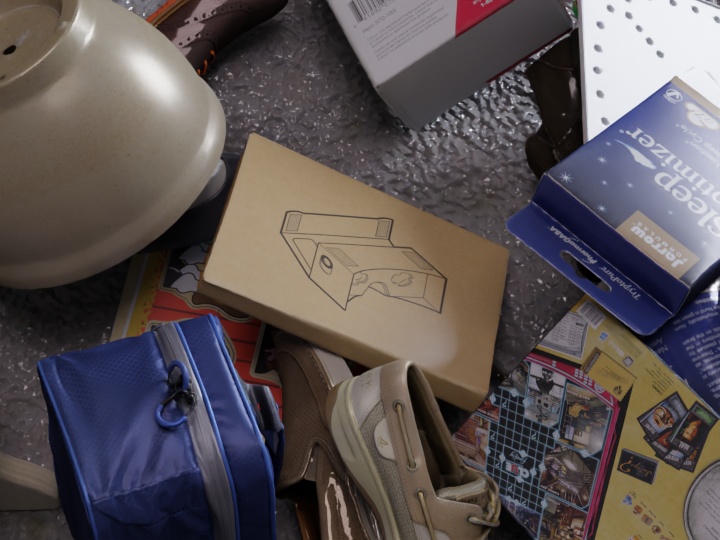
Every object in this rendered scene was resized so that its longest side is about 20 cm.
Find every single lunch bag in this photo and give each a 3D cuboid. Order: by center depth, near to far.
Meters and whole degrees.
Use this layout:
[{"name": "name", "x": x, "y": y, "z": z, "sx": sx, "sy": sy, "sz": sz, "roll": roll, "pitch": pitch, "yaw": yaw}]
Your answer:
[{"name": "lunch bag", "x": -0.113, "y": 0.120, "z": 1.334, "sx": 0.132, "sy": 0.200, "sz": 0.136, "roll": -15, "pitch": 57, "yaw": -13}]

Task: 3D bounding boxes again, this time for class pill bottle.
[{"name": "pill bottle", "x": 0.227, "y": 0.091, "z": 1.412, "sx": 0.110, "sy": 0.111, "sz": 0.201, "roll": -20, "pitch": 60, "yaw": -13}]

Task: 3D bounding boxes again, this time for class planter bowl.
[{"name": "planter bowl", "x": -0.206, "y": -0.107, "z": 1.430, "sx": 0.199, "sy": 0.135, "sz": 0.201, "roll": -18, "pitch": 40, "yaw": 16}]

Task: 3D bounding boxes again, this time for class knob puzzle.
[{"name": "knob puzzle", "x": -0.067, "y": 0.035, "z": 1.489, "sx": 0.218, "sy": 0.031, "sz": 0.221, "roll": 1, "pitch": 57, "yaw": -1}]

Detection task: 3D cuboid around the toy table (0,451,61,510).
[{"name": "toy table", "x": -0.284, "y": 0.116, "z": 1.382, "sx": 0.183, "sy": 0.117, "sz": 0.201, "roll": 9, "pitch": 58, "yaw": 4}]

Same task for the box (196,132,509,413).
[{"name": "box", "x": 0.000, "y": 0.000, "z": 1.452, "sx": 0.199, "sy": 0.021, "sz": 0.164, "roll": 24, "pitch": 37, "yaw": -8}]

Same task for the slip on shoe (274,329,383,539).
[{"name": "slip on shoe", "x": -0.026, "y": 0.126, "z": 1.399, "sx": 0.060, "sy": 0.076, "sz": 0.201, "roll": -13, "pitch": 72, "yaw": -20}]

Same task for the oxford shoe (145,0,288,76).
[{"name": "oxford shoe", "x": -0.130, "y": -0.152, "z": 1.590, "sx": 0.199, "sy": 0.071, "sz": 0.073, "roll": -30, "pitch": 71, "yaw": -9}]

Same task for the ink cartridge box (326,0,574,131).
[{"name": "ink cartridge box", "x": 0.043, "y": -0.228, "z": 1.598, "sx": 0.145, "sy": 0.083, "sz": 0.201, "roll": -32, "pitch": 60, "yaw": 9}]

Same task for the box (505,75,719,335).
[{"name": "box", "x": 0.195, "y": -0.045, "z": 1.419, "sx": 0.121, "sy": 0.032, "sz": 0.200, "roll": 39, "pitch": 48, "yaw": 16}]

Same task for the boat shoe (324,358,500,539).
[{"name": "boat shoe", "x": 0.051, "y": 0.149, "z": 1.346, "sx": 0.201, "sy": 0.065, "sz": 0.072, "roll": 63, "pitch": 27, "yaw": -5}]

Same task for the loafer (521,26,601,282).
[{"name": "loafer", "x": 0.156, "y": -0.074, "z": 1.549, "sx": 0.071, "sy": 0.073, "sz": 0.201, "roll": -21, "pitch": 56, "yaw": 28}]

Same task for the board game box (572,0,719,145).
[{"name": "board game box", "x": 0.234, "y": -0.107, "z": 1.539, "sx": 0.199, "sy": 0.026, "sz": 0.201, "roll": 17, "pitch": 54, "yaw": -23}]

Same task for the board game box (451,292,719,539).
[{"name": "board game box", "x": 0.162, "y": 0.126, "z": 1.345, "sx": 0.136, "sy": 0.035, "sz": 0.200, "roll": -46, "pitch": 57, "yaw": 5}]

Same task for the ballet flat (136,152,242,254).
[{"name": "ballet flat", "x": -0.149, "y": -0.047, "z": 1.497, "sx": 0.199, "sy": 0.073, "sz": 0.073, "roll": -16, "pitch": 59, "yaw": 1}]
